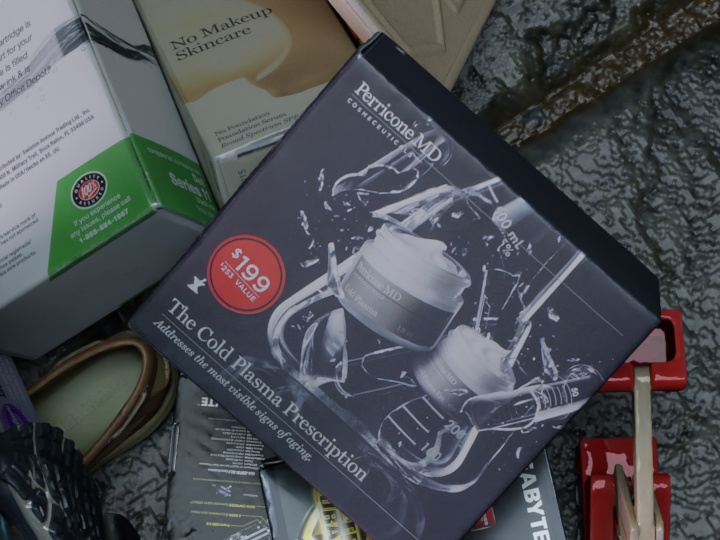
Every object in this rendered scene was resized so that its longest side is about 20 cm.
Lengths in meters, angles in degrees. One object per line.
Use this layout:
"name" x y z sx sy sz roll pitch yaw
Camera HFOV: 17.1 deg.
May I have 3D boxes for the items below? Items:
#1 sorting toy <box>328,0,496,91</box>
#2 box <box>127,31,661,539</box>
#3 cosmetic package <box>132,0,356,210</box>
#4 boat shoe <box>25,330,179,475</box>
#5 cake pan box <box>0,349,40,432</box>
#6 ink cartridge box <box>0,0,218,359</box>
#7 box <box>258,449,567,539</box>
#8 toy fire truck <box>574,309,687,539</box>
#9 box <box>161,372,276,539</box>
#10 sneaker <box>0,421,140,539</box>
"sorting toy" 0.001 -0.193 1.343 0.036 0.200 0.185 -31 109 29
"box" 0.020 0.015 1.208 0.200 0.104 0.182 40 102 -3
"cosmetic package" -0.056 -0.107 1.344 0.105 0.071 0.200 -22 41 -8
"boat shoe" -0.190 0.104 1.355 0.076 0.074 0.200 44 82 11
"cake pan box" -0.284 0.072 1.339 0.184 0.052 0.201 -34 70 19
"ink cartridge box" -0.180 -0.075 1.314 0.146 0.083 0.201 -31 67 19
"box" 0.040 0.186 1.295 0.158 0.046 0.201 -12 77 -1
"toy fire truck" 0.148 0.131 1.300 0.048 0.141 0.201 -1 77 -1
"box" -0.013 0.146 1.353 0.199 0.049 0.161 4 80 3
"sneaker" -0.178 0.152 1.284 0.086 0.200 0.078 -14 56 5
